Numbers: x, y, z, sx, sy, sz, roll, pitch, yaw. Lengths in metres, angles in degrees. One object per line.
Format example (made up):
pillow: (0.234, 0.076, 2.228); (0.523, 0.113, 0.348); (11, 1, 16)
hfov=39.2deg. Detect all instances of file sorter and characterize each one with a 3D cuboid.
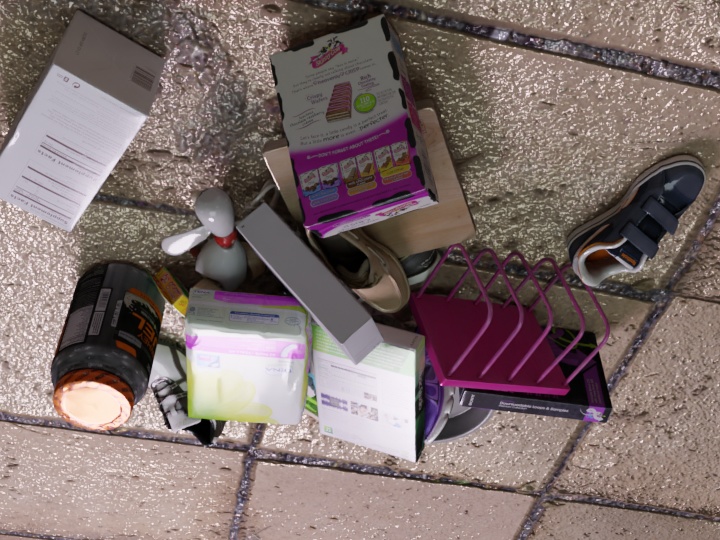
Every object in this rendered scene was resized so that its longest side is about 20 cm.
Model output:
file sorter: (0.188, 0.057, 1.260); (0.199, 0.139, 0.126); (8, 133, -30)

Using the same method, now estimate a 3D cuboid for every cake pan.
cake pan: (0.100, 0.178, 1.475); (0.199, 0.037, 0.201); (1, 133, 1)

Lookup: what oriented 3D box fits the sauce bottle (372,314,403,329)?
sauce bottle: (0.020, 0.151, 1.360); (0.064, 0.065, 0.201); (3, 128, -2)

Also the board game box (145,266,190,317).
board game box: (-0.202, 0.069, 1.341); (0.030, 0.096, 0.200); (-46, 124, -1)

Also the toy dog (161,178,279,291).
toy dog: (-0.183, -0.040, 1.242); (0.096, 0.132, 0.200); (34, 131, 22)

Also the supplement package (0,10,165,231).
supplement package: (-0.316, -0.161, 1.115); (0.109, 0.114, 0.200); (28, 129, -22)

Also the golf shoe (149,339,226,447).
golf shoe: (-0.261, 0.175, 1.440); (0.078, 0.095, 0.200); (-31, 124, 28)

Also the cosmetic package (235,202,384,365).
cosmetic package: (-0.058, 0.014, 1.172); (0.051, 0.200, 0.083); (-41, 156, -4)

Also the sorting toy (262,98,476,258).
sorting toy: (0.015, -0.107, 1.190); (0.199, 0.070, 0.199); (-14, 132, 13)

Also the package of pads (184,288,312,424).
package of pads: (-0.139, 0.111, 1.269); (0.154, 0.068, 0.200); (5, 136, -4)

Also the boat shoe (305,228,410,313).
boat shoe: (-0.005, -0.007, 1.191); (0.072, 0.065, 0.200); (-22, 129, 20)

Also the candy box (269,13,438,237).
candy box: (-0.008, -0.150, 1.064); (0.136, 0.201, 0.061); (-16, 166, 15)

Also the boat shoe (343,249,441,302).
boat shoe: (0.000, 0.000, 1.292); (0.201, 0.072, 0.061); (-22, 127, 10)

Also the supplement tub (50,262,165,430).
supplement tub: (-0.323, 0.097, 1.295); (0.122, 0.200, 0.123); (0, 134, 0)

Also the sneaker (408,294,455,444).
sneaker: (0.086, 0.131, 1.363); (0.083, 0.081, 0.201); (3, 91, -1)

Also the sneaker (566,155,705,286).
sneaker: (0.341, -0.052, 1.232); (0.078, 0.080, 0.200); (31, 124, -24)

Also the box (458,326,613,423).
box: (0.228, 0.131, 1.358); (0.199, 0.143, 0.036); (6, 131, -5)

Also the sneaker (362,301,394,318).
sneaker: (-0.007, 0.118, 1.401); (0.087, 0.075, 0.200); (5, 134, -12)

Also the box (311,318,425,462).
box: (0.012, 0.149, 1.298); (0.144, 0.036, 0.200); (14, 132, 20)

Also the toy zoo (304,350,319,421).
toy zoo: (-0.100, 0.116, 1.378); (0.131, 0.020, 0.200); (25, 143, 35)
